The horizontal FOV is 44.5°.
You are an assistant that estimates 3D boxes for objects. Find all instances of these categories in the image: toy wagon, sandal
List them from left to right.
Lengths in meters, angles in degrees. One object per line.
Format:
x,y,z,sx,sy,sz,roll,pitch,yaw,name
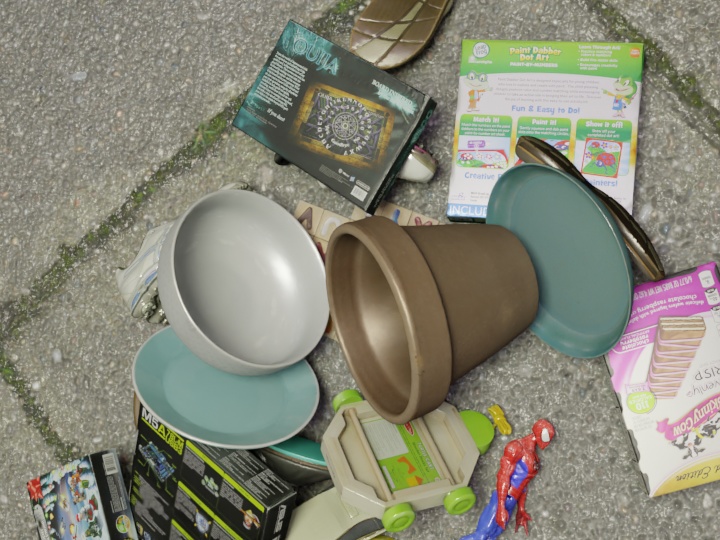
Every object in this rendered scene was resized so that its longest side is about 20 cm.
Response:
0.063,-0.301,1.002,0.080,0.054,0.201,32,76,9,sandal
0.063,0.183,0.906,0.197,0.040,0.156,-8,45,-21,toy wagon
0.221,-0.056,0.878,0.200,0.081,0.055,45,113,16,sandal

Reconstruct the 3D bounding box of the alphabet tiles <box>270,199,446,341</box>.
0.000,0.000,0.996,0.197,0.008,0.170,21,88,14,alphabet tiles

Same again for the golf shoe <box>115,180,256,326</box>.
-0.209,-0.039,1.018,0.200,0.078,0.097,-47,59,-4,golf shoe

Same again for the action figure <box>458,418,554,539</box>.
0.146,0.244,0.903,0.051,0.065,0.202,25,90,37,action figure

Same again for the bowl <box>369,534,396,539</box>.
-0.005,0.379,0.896,0.196,0.108,0.204,-2,83,13,bowl

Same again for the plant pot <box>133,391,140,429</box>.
-0.175,0.152,1.006,0.196,0.027,0.204,-2,82,13,plant pot

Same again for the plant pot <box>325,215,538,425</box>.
0.080,0.032,0.883,0.172,0.200,0.203,-15,78,-21,plant pot

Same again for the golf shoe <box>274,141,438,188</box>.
-0.007,-0.128,0.985,0.198,0.072,0.093,23,93,24,golf shoe

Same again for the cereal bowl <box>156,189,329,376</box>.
-0.132,0.020,0.938,0.083,0.198,0.203,-28,75,43,cereal bowl

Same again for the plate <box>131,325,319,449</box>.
-0.140,0.121,0.922,0.198,0.200,0.026,27,121,14,plate

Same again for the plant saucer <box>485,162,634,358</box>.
0.197,-0.012,0.865,0.027,0.200,0.202,-23,76,-24,plant saucer

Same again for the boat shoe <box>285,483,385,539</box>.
0.004,0.247,0.924,0.198,0.063,0.072,-25,63,-16,boat shoe

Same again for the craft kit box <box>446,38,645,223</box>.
0.198,-0.147,0.953,0.196,0.048,0.201,5,86,13,craft kit box

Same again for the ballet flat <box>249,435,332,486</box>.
-0.110,0.196,0.945,0.197,0.068,0.069,21,100,15,ballet flat

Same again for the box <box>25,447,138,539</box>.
-0.301,0.315,0.979,0.136,0.040,0.203,-27,76,36,box

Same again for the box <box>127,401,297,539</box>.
-0.164,0.252,0.913,0.199,0.047,0.196,31,119,30,box

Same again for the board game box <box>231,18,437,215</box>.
-0.032,-0.168,0.944,0.199,0.028,0.136,34,96,23,board game box

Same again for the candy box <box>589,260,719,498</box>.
0.319,0.109,0.881,0.134,0.061,0.203,-18,79,10,candy box
